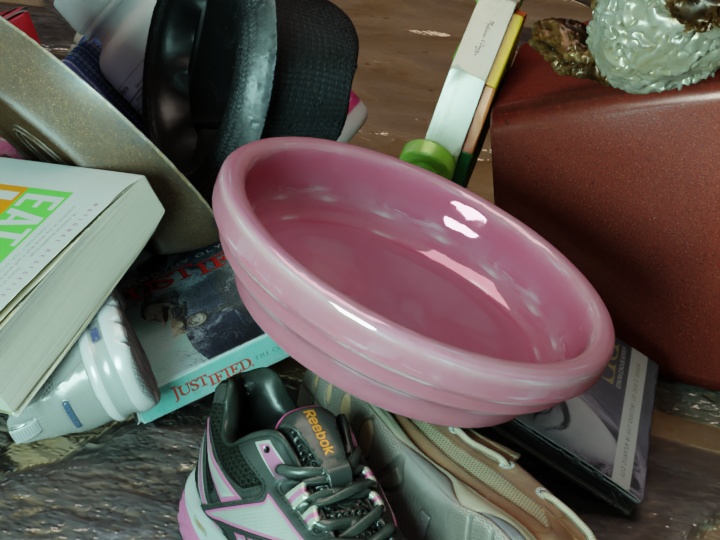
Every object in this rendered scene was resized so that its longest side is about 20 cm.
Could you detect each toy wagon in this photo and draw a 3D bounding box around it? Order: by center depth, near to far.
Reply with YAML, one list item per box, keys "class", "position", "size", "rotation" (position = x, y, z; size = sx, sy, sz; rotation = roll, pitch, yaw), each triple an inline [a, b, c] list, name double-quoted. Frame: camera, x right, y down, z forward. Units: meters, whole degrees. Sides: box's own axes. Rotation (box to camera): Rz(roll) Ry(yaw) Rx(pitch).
- class: "toy wagon"
  position: [0.056, -0.083, 1.188]
  size: [0.039, 0.201, 0.156]
  rotation: [20, 57, 5]

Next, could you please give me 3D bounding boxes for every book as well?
- class: "book"
  position: [-0.208, -0.004, 0.992]
  size: [0.199, 0.048, 0.134]
  rotation: [8, 48, 41]

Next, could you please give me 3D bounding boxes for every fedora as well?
- class: "fedora"
  position: [-0.060, -0.117, 1.145]
  size: [0.091, 0.202, 0.201]
  rotation: [8, 18, -24]

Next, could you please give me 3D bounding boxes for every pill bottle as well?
- class: "pill bottle"
  position: [-0.100, -0.136, 1.280]
  size: [0.200, 0.113, 0.113]
  rotation: [46, 21, -5]

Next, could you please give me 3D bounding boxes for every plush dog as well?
- class: "plush dog"
  position: [0.182, -0.159, 1.033]
  size: [0.172, 0.161, 0.200]
  rotation: [-47, 6, -31]

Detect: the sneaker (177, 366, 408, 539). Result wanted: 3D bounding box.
- class: "sneaker"
  position: [-0.021, 0.105, 0.816]
  size: [0.080, 0.087, 0.200]
  rotation: [-10, 26, -34]

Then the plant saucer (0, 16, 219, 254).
- class: "plant saucer"
  position: [-0.159, -0.072, 1.059]
  size: [0.200, 0.035, 0.200]
  rotation: [38, -11, 9]

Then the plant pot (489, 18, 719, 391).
- class: "plant pot"
  position: [0.174, -0.055, 1.161]
  size: [0.174, 0.202, 0.200]
  rotation: [1, 25, 13]

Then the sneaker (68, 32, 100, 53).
- class: "sneaker"
  position: [-0.129, -0.163, 1.562]
  size: [0.198, 0.079, 0.089]
  rotation: [-11, 32, -21]

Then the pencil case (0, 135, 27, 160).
- class: "pencil case"
  position: [-0.221, -0.052, 1.198]
  size: [0.083, 0.087, 0.200]
  rotation: [36, 18, -8]

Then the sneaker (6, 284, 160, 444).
- class: "sneaker"
  position: [-0.167, 0.019, 1.011]
  size: [0.081, 0.075, 0.200]
  rotation: [-25, 29, -5]

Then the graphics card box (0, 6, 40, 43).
- class: "graphics card box"
  position: [-0.311, -0.106, 1.242]
  size: [0.198, 0.051, 0.126]
  rotation: [-16, 15, 16]

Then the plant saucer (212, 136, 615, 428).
- class: "plant saucer"
  position: [0.020, 0.009, 0.902]
  size: [0.199, 0.051, 0.201]
  rotation: [22, 24, -10]

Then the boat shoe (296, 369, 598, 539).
- class: "boat shoe"
  position: [0.038, 0.105, 0.869]
  size: [0.071, 0.076, 0.200]
  rotation: [-3, 31, -35]

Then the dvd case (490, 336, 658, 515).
- class: "dvd case"
  position: [0.066, 0.033, 1.006]
  size: [0.199, 0.016, 0.149]
  rotation: [33, 26, -3]

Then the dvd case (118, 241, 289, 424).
- class: "dvd case"
  position: [-0.083, 0.007, 1.082]
  size: [0.145, 0.022, 0.200]
  rotation: [-25, 27, -9]

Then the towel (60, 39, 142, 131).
- class: "towel"
  position: [-0.150, -0.076, 1.256]
  size: [0.145, 0.024, 0.200]
  rotation: [46, 16, -10]
